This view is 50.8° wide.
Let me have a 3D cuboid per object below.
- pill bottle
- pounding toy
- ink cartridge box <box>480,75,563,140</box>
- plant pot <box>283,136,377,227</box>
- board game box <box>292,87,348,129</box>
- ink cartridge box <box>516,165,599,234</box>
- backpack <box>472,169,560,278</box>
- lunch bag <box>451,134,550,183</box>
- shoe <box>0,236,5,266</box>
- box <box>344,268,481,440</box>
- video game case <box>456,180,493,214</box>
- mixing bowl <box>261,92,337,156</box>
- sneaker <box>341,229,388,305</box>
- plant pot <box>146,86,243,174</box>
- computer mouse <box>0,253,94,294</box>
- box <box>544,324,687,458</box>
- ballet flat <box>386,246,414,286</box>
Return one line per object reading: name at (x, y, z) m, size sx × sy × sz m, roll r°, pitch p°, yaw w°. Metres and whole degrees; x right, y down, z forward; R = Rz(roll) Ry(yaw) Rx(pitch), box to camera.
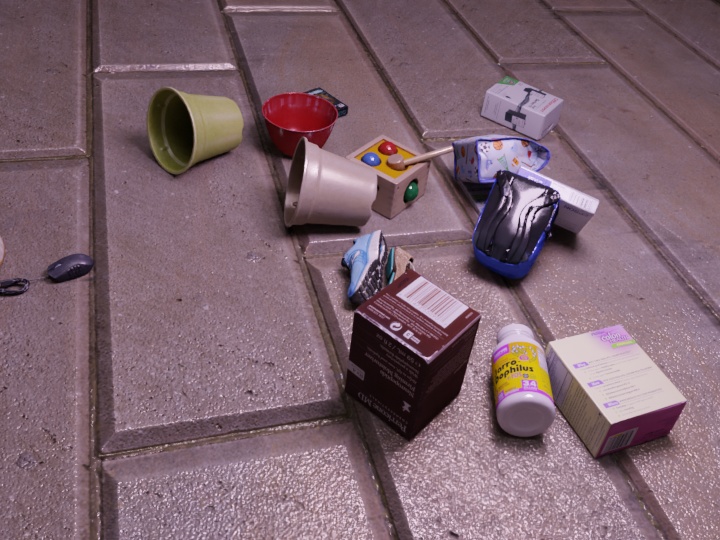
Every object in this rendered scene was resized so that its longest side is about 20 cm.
pill bottle at (0.293, 0.194, 1.389) m, size 0.102 × 0.106 × 0.202 m, roll 7°, pitch 39°, yaw -2°
pounding toy at (0.090, -0.244, 1.840) m, size 0.198 × 0.144 × 0.183 m, roll 30°, pitch 44°, yaw 24°
ink cartridge box at (0.477, -0.480, 2.236) m, size 0.198 × 0.084 × 0.146 m, roll 29°, pitch 44°, yaw 22°
plant pot at (-0.065, -0.182, 1.723) m, size 0.179 × 0.203 × 0.203 m, roll 10°, pitch 38°, yaw -16°
board game box at (-0.150, -0.454, 2.135) m, size 0.198 × 0.029 × 0.135 m, roll -26°, pitch 51°, yaw -34°
ink cartridge box at (0.437, -0.153, 1.774) m, size 0.196 × 0.200 × 0.041 m, roll 26°, pitch 77°, yaw 8°
backpack at (0.344, -0.085, 1.686) m, size 0.160 × 0.168 × 0.203 m, roll 21°, pitch 73°, yaw 22°
lunch bag at (0.347, -0.274, 1.872) m, size 0.195 × 0.127 × 0.170 m, roll -9°, pitch 12°, yaw -15°
shoe at (-0.748, -0.022, 1.495) m, size 0.068 × 0.054 × 0.202 m, roll -1°, pitch 41°, yaw -11°
box at (0.088, 0.145, 1.334) m, size 0.164 × 0.203 × 0.163 m, roll 32°, pitch 45°, yaw 27°
video game case at (0.342, -0.183, 1.913) m, size 0.140 × 0.018 × 0.202 m, roll -5°, pitch 42°, yaw -17°
mixing bowl at (-0.160, -0.365, 1.965) m, size 0.195 × 0.110 × 0.202 m, roll 6°, pitch 40°, yaw -5°
sneaker at (0.000, 0.000, 1.609) m, size 0.088 × 0.079 × 0.202 m, roll -6°, pitch 39°, yaw 21°
plant pot at (-0.395, -0.353, 1.865) m, size 0.199 × 0.204 × 0.182 m, roll 35°, pitch 35°, yaw 29°
computer mouse at (-0.628, 0.003, 1.503) m, size 0.197 × 0.035 × 0.059 m, roll -20°, pitch 48°, yaw -29°
box at (0.457, 0.217, 1.398) m, size 0.172 × 0.098 × 0.201 m, roll -10°, pitch 44°, yaw -21°
ballet flat at (0.084, 0.024, 1.585) m, size 0.064 × 0.071 × 0.202 m, roll 18°, pitch 42°, yaw -5°
